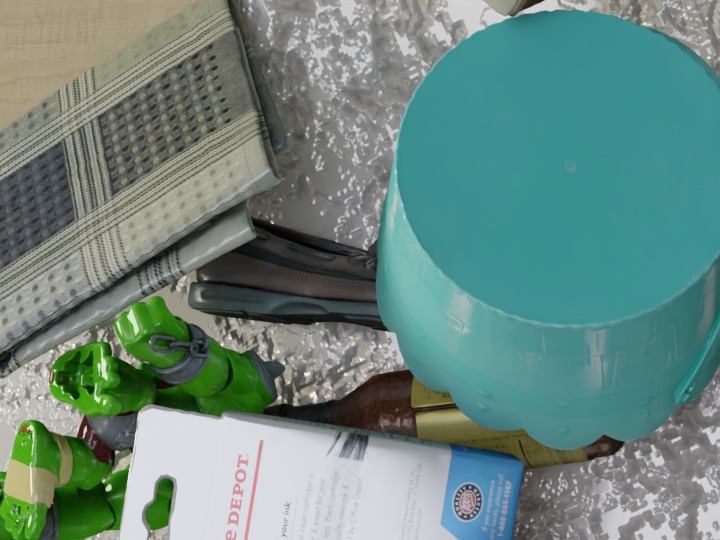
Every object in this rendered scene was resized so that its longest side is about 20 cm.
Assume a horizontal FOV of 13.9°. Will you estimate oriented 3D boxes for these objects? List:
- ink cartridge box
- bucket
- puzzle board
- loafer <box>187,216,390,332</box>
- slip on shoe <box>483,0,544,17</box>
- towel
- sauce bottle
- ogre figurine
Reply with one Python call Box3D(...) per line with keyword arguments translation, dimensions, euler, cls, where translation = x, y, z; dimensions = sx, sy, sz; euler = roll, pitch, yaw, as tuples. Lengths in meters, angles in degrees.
Box3D(translation=(-0.023, 0.137, 1.528), dimensions=(0.198, 0.068, 0.117), euler=(10, 90, -1), cls="ink cartridge box")
Box3D(translation=(0.105, -0.025, 1.509), dimensions=(0.205, 0.135, 0.209), euler=(0, 66, 0), cls="bucket")
Box3D(translation=(-0.162, -0.152, 1.691), dimensions=(0.198, 0.017, 0.152), euler=(-4, 87, 16), cls="puzzle board")
Box3D(translation=(0.000, 0.000, 1.613), dimensions=(0.199, 0.072, 0.063), euler=(4, 84, 19), cls="loafer")
Box3D(translation=(0.121, -0.175, 1.519), dimensions=(0.060, 0.200, 0.076), euler=(33, 119, 5), cls="slip on shoe")
Box3D(translation=(-0.130, -0.049, 1.603), dimensions=(0.199, 0.035, 0.193), euler=(-33, 36, 13), cls="towel")
Box3D(translation=(0.043, 0.080, 1.600), dimensions=(0.199, 0.066, 0.067), euler=(-6, 87, 19), cls="sauce bottle")
Box3D(translation=(-0.120, 0.088, 1.600), dimensions=(0.098, 0.119, 0.201), euler=(49, 123, 45), cls="ogre figurine")
